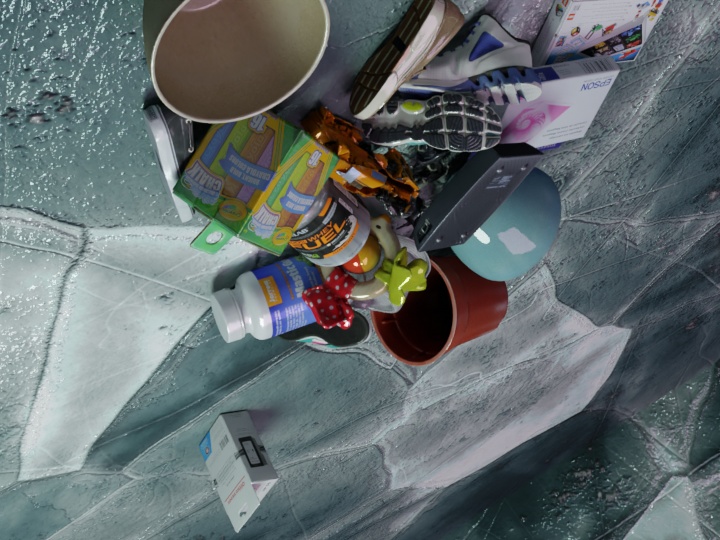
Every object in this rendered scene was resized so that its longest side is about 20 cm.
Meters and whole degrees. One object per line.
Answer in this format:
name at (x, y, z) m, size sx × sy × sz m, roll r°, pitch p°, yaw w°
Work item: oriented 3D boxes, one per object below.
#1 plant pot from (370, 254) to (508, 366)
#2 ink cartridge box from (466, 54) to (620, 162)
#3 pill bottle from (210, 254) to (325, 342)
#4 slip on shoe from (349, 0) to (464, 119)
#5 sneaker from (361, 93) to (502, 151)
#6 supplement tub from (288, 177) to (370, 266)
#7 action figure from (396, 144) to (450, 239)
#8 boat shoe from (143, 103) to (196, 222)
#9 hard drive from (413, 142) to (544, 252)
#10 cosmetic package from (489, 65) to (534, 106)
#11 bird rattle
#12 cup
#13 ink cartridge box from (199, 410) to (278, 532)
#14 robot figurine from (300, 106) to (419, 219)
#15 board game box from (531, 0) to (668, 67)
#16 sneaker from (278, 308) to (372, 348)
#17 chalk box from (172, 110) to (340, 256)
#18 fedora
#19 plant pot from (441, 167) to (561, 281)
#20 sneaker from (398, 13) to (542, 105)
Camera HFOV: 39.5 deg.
plant pot at (0.154, 0.056, 1.815) m, size 0.195 × 0.201 × 0.201 m, roll -9°, pitch 145°, yaw -46°
ink cartridge box at (0.274, -0.229, 1.526) m, size 0.195 × 0.043 × 0.200 m, roll -15°, pitch 147°, yaw -25°
pill bottle at (-0.133, 0.044, 1.606) m, size 0.199 × 0.112 × 0.112 m, roll -19°, pitch 148°, yaw -19°
slip on shoe at (0.060, -0.277, 1.334) m, size 0.060 × 0.076 × 0.200 m, roll 20°, pitch 118°, yaw -34°
sneaker at (0.102, -0.206, 1.396) m, size 0.080 × 0.199 × 0.078 m, roll -9°, pitch 105°, yaw -71°
supplement tub at (-0.076, -0.092, 1.443) m, size 0.122 × 0.123 × 0.200 m, roll -36°, pitch 149°, yaw 10°
action figure at (0.108, -0.131, 1.557) m, size 0.101 × 0.119 × 0.201 m, roll -13°, pitch 141°, yaw -19°
boat shoe at (-0.231, -0.138, 1.296) m, size 0.056 × 0.069 × 0.200 m, roll -23°, pitch 147°, yaw -13°
hard drive at (0.166, -0.109, 1.461) m, size 0.135 × 0.042 × 0.200 m, roll -11°, pitch 149°, yaw -49°
cosmetic package at (0.230, -0.269, 1.519) m, size 0.199 × 0.051 × 0.083 m, roll -9°, pitch 146°, yaw -33°
bird rattle at (0.000, 0.000, 1.541) m, size 0.199 × 0.164 × 0.113 m, roll -16°, pitch 167°, yaw 20°
cup at (-0.152, -0.280, 1.075) m, size 0.199 × 0.144 × 0.201 m, roll -23°, pitch 149°, yaw -14°
ink cartridge box at (-0.230, 0.389, 1.946) m, size 0.068 × 0.201 × 0.116 m, roll -1°, pitch 140°, yaw -40°
robot figurine at (0.008, -0.149, 1.418) m, size 0.058 × 0.145 × 0.199 m, roll -42°, pitch 139°, yaw 24°
board game box at (0.359, -0.365, 1.503) m, size 0.199 × 0.035 × 0.127 m, roll -12°, pitch 144°, yaw -29°
sneaker at (-0.037, 0.097, 1.739) m, size 0.199 × 0.084 × 0.120 m, roll 2°, pitch -179°, yaw 38°
chalk box at (-0.144, -0.104, 1.286) m, size 0.201 × 0.124 × 0.124 m, roll -59°, pitch 156°, yaw 4°
fedora at (0.023, 0.014, 1.641) m, size 0.176 × 0.091 × 0.200 m, roll 12°, pitch 160°, yaw -4°
plant pot at (0.204, -0.098, 1.623) m, size 0.134 × 0.201 × 0.200 m, roll 23°, pitch 122°, yaw -41°
sneaker at (0.151, -0.289, 1.394) m, size 0.198 × 0.116 × 0.081 m, roll -2°, pitch 163°, yaw 12°
